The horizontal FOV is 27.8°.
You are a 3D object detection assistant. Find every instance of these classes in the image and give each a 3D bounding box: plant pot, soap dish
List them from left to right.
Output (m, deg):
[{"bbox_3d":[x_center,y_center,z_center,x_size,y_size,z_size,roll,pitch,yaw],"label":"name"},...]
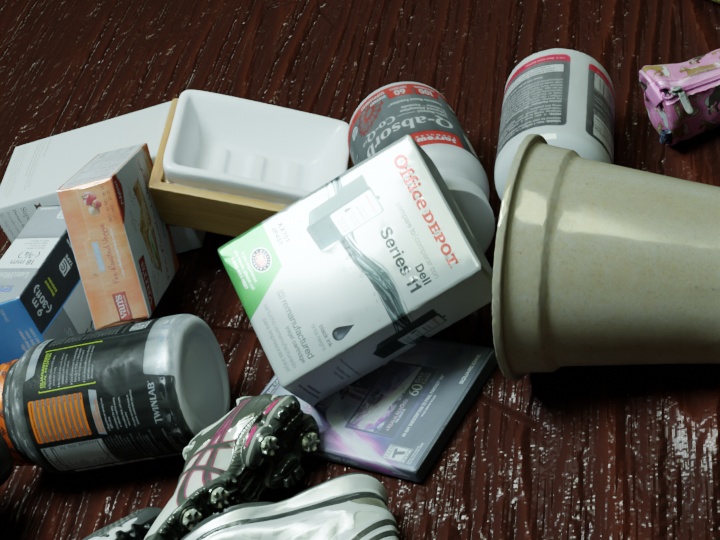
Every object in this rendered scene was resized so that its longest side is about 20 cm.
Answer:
[{"bbox_3d":[-0.108,-0.100,1.485,0.198,0.082,0.158,10,40,-5],"label":"soap dish"},{"bbox_3d":[0.217,-0.001,1.161,0.181,0.202,0.201,6,44,19],"label":"plant pot"}]

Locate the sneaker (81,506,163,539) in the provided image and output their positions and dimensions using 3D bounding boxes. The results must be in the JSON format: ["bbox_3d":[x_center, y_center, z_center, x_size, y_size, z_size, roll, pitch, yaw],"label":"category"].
[{"bbox_3d":[-0.246,0.253,1.192,0.200,0.067,0.090,-40,41,-17],"label":"sneaker"}]

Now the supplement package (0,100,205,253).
[{"bbox_3d":[-0.276,-0.081,1.584,0.198,0.122,0.120,-15,37,14],"label":"supplement package"}]

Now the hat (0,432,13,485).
[{"bbox_3d":[-0.357,0.171,1.279,0.199,0.203,0.081,10,25,39],"label":"hat"}]

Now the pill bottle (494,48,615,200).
[{"bbox_3d":[0.182,-0.110,1.362,0.109,0.111,0.201,-10,38,19],"label":"pill bottle"}]

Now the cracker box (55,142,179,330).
[{"bbox_3d":[-0.228,-0.038,1.399,0.057,0.135,0.200,-12,14,5],"label":"cracker box"}]

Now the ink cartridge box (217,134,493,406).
[{"bbox_3d":[0.000,0.000,1.250,0.199,0.083,0.148,-31,68,6],"label":"ink cartridge box"}]

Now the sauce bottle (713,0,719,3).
[{"bbox_3d":[0.398,-0.305,1.520,0.066,0.066,0.200,-33,34,-11],"label":"sauce bottle"}]

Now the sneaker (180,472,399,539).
[{"bbox_3d":[-0.061,0.234,1.100,0.199,0.076,0.116,-23,34,-2],"label":"sneaker"}]

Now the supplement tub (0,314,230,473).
[{"bbox_3d":[-0.227,0.114,1.309,0.198,0.123,0.123,-10,38,18],"label":"supplement tub"}]

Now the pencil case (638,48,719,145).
[{"bbox_3d":[0.366,-0.185,1.374,0.198,0.083,0.087,-19,35,7],"label":"pencil case"}]

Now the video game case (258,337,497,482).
[{"bbox_3d":[0.004,0.109,1.271,0.198,0.019,0.143,8,47,36],"label":"video game case"}]

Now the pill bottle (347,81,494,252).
[{"bbox_3d":[0.060,-0.089,1.403,0.115,0.117,0.201,-23,36,2],"label":"pill bottle"}]

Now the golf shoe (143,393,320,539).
[{"bbox_3d":[-0.119,0.182,1.204,0.088,0.078,0.200,10,47,46],"label":"golf shoe"}]

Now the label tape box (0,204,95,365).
[{"bbox_3d":[-0.307,0.056,1.412,0.063,0.145,0.201,0,43,27],"label":"label tape box"}]
